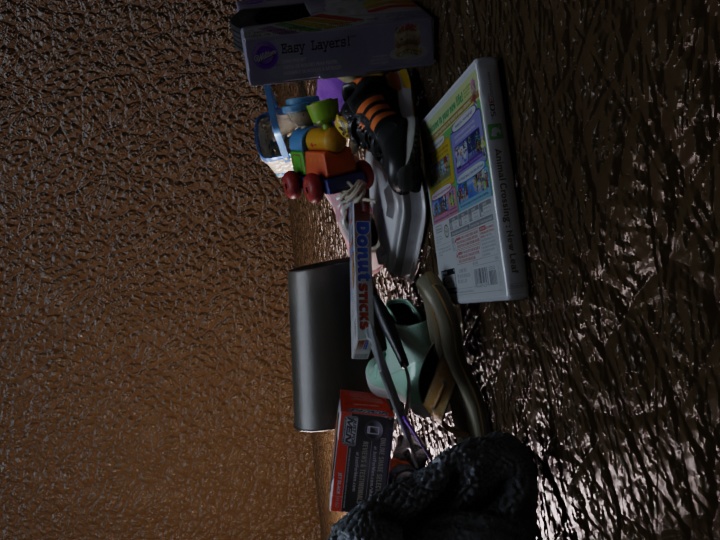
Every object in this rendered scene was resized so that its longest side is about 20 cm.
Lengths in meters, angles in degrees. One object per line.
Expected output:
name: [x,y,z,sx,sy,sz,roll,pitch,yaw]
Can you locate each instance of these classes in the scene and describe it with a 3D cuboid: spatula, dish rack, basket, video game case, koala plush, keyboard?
spatula: [0.044,0.112,0.774,0.057,0.020,0.204,63,-170,-60]
dish rack: [0.034,-0.102,0.961,0.173,0.042,0.204,95,166,-56]
basket: [-0.029,0.090,1.044,0.135,0.178,0.205,-5,98,51]
video game case: [0.094,-0.065,0.681,0.200,0.021,0.187,156,107,-81]
basket: [-0.198,-0.342,1.918,0.202,0.136,0.179,79,178,-53]
koala plush: [0.097,0.247,0.576,0.202,0.181,0.178,55,168,25]
keyboard: [0.035,0.131,0.777,0.202,0.010,0.057,70,180,-49]

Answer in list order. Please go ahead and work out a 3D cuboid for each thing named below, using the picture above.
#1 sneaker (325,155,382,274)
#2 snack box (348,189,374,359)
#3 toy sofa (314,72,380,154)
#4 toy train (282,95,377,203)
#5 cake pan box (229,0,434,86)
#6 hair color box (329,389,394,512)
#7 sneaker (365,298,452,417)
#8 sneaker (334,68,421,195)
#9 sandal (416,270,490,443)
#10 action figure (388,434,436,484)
sneaker: [-0.007,-0.102,1.106,0.105,0.074,0.205,100,154,-74]
snack box: [0.000,0.000,0.948,0.072,0.024,0.205,102,168,-66]
toy sofa: [-0.027,-0.215,0.988,0.099,0.082,0.200,-57,-4,-14]
toy train: [-0.031,-0.142,0.880,0.199,0.083,0.119,19,123,63]
cake pan box: [-0.037,-0.251,0.812,0.185,0.195,0.053,-109,12,-60]
hair color box: [-0.001,0.198,0.872,0.200,0.060,0.104,127,149,-86]
sneaker: [0.050,0.087,0.889,0.200,0.072,0.121,-174,71,-71]
sneaker: [0.016,-0.142,0.804,0.202,0.088,0.071,-90,-5,-49]
sandal: [0.079,0.103,0.748,0.080,0.053,0.205,-150,42,-78]
action figure: [0.061,0.272,0.848,0.201,0.102,0.197,105,167,-56]
